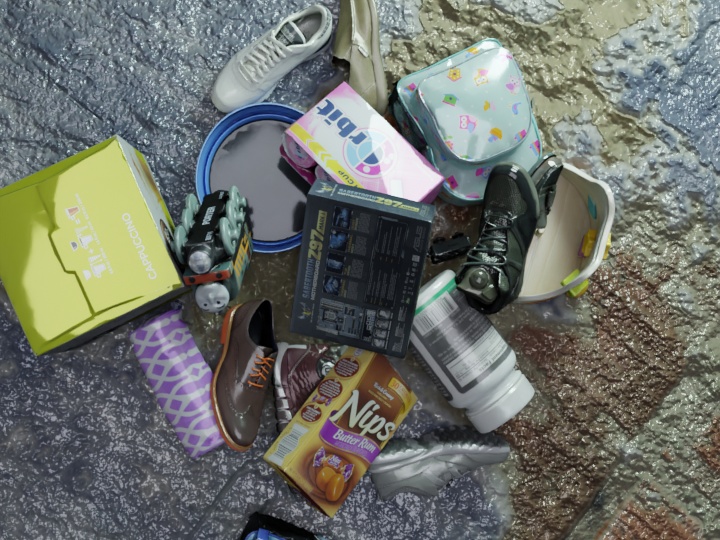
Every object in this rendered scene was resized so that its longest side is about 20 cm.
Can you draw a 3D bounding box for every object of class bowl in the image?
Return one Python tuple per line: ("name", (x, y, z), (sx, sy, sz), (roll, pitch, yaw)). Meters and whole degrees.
("bowl", (-0.125, -0.125, 1.408), (0.197, 0.039, 0.204), (0, 87, -4))

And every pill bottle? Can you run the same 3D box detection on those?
("pill bottle", (0.137, 0.110, 1.382), (0.113, 0.113, 0.201), (-37, 91, -5))

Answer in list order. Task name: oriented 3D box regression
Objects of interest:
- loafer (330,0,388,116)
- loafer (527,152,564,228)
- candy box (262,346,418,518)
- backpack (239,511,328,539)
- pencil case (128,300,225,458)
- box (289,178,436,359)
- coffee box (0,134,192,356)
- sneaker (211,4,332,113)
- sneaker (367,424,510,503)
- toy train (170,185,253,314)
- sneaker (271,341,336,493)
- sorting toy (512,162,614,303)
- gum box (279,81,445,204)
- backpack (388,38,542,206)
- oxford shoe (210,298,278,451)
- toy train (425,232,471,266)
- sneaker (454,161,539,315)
("loafer", (-0.009, -0.307, 1.407), (0.066, 0.076, 0.203), (-11, 88, -11))
("loafer", (0.224, -0.061, 1.381), (0.063, 0.071, 0.201), (43, 122, 24))
("candy box", (-0.023, 0.204, 1.347), (0.201, 0.056, 0.117), (-53, 128, -19))
("backpack", (-0.081, 0.434, 1.342), (0.198, 0.135, 0.185), (22, 87, -6))
("pencil case", (-0.232, 0.147, 1.366), (0.083, 0.085, 0.202), (-25, 90, 11))
("box", (0.000, 0.000, 1.286), (0.155, 0.051, 0.202), (12, 118, 5))
("coffee box", (-0.338, -0.027, 1.305), (0.198, 0.198, 0.202), (-25, 90, -3))
("sneaker", (-0.123, -0.291, 1.396), (0.200, 0.080, 0.077), (-41, 93, -4))
("sneaker", (0.106, 0.265, 1.404), (0.197, 0.075, 0.083), (-8, 103, 1))
("toy train", (-0.179, -0.028, 1.290), (0.084, 0.201, 0.115), (-11, 115, 5))
("sneaker", (-0.057, 0.192, 1.384), (0.114, 0.076, 0.203), (-6, 87, -8))
("sorting toy", (0.289, -0.041, 1.367), (0.105, 0.180, 0.203), (17, 87, -3))
("gum box", (-0.002, -0.140, 1.348), (0.200, 0.066, 0.113), (44, 67, 9))
("backpack", (0.150, -0.190, 1.381), (0.174, 0.153, 0.202), (-25, 97, -10))
("oxford shoe", (-0.146, 0.130, 1.339), (0.071, 0.072, 0.203), (17, 61, -37))
("toy train", (0.055, -0.012, 1.416), (0.197, 0.046, 0.035), (-15, 75, -6))
("sneaker", (0.174, -0.032, 1.314), (0.075, 0.114, 0.202), (16, 117, 20))
